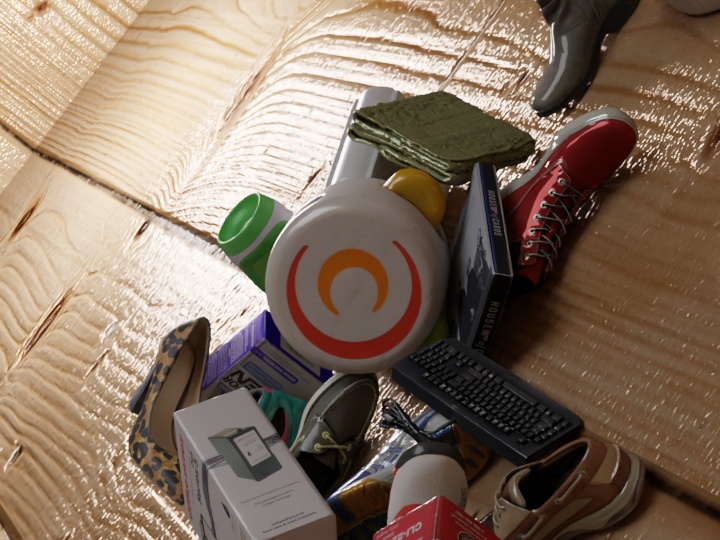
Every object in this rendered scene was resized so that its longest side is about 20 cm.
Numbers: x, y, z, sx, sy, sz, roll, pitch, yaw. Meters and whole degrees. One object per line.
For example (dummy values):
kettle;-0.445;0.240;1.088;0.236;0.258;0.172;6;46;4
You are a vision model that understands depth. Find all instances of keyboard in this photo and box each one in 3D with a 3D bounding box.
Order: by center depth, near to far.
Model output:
keyboard;0.093;0.125;1.504;0.127;0.021;0.200;-33;37;-22

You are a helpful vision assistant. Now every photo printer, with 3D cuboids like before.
photo printer;0.029;-0.079;1.848;0.069;0.167;0.201;-9;45;28

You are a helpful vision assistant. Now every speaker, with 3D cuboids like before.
speaker;-0.064;0.001;1.844;0.088;0.200;0.089;-38;27;24

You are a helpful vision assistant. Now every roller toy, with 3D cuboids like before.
roller toy;0.000;0.000;1.696;0.181;0.202;0.140;-2;14;8

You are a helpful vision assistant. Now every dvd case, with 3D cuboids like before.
dvd case;0.114;0.007;1.658;0.201;0.025;0.151;-91;13;-55

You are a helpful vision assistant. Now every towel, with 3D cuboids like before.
towel;0.089;-0.142;1.784;0.200;0.148;0.037;-23;-42;-52

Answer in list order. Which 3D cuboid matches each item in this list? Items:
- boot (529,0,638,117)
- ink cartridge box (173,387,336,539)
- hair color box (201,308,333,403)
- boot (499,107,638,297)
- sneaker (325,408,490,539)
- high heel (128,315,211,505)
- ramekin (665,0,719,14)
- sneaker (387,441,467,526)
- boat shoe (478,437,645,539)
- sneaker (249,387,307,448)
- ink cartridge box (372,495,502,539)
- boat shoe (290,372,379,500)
boot;0.215;-0.281;1.842;0.201;0.130;0.068;-57;25;-14
ink cartridge box;-0.100;0.232;1.575;0.083;0.146;0.200;-18;40;-21
hair color box;-0.137;0.148;1.879;0.200;0.109;0.065;-40;27;23
boot;0.201;-0.060;1.641;0.200;0.072;0.145;-43;25;35
sneaker;0.041;0.193;1.573;0.199;0.075;0.088;-35;20;13
high heel;-0.190;0.146;1.785;0.143;0.071;0.200;-55;35;19
ramekin;0.370;-0.364;1.734;0.200;0.098;0.201;-40;26;24
sneaker;0.051;0.245;1.394;0.108;0.067;0.202;-89;9;-49
boat shoe;0.144;0.193;1.377;0.200;0.072;0.076;-39;27;32
sneaker;-0.130;0.207;1.769;0.083;0.121;0.201;-5;51;56
ink cartridge box;0.075;0.299;1.266;0.084;0.144;0.201;-35;28;32
boat shoe;-0.040;0.191;1.704;0.202;0.072;0.060;-55;25;7
